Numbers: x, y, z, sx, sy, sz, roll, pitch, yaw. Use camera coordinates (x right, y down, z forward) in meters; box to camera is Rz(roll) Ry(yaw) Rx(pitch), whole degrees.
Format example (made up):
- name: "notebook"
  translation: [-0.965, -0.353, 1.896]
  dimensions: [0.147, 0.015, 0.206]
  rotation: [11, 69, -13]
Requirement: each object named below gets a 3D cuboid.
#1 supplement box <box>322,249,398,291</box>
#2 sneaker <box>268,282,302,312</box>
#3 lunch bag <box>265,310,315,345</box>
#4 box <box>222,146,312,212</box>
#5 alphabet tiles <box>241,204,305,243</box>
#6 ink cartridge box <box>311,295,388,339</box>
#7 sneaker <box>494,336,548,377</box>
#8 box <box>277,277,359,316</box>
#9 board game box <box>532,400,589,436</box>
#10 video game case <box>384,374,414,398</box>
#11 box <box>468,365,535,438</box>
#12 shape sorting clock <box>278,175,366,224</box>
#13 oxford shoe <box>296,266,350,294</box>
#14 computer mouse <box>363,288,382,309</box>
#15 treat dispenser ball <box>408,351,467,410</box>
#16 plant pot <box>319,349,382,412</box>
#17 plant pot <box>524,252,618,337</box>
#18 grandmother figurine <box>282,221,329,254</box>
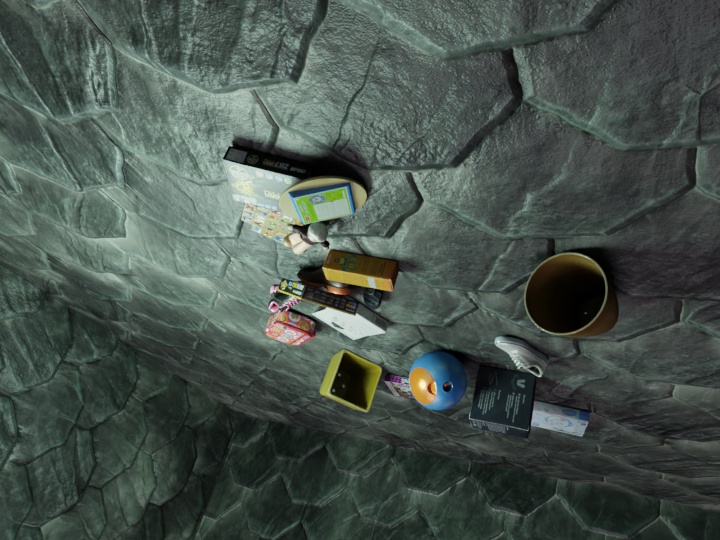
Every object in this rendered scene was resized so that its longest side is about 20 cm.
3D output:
- name: "supplement box"
  translation: [0.000, 0.000, 1.510]
  dimensions: [0.200, 0.067, 0.069]
  rotation: [9, 151, 17]
- name: "sneaker"
  translation: [-0.230, 0.097, 1.795]
  dimensions: [0.200, 0.095, 0.079]
  rotation: [-10, 139, 40]
- name: "lunch bag"
  translation: [-0.254, 0.220, 2.055]
  dimensions: [0.176, 0.082, 0.200]
  rotation: [23, 154, -16]
- name: "box"
  translation: [-0.212, -0.205, 1.285]
  dimensions: [0.200, 0.049, 0.161]
  rotation: [14, 154, 4]
- name: "alphabet tiles"
  translation: [-0.226, -0.122, 1.488]
  dimensions: [0.200, 0.006, 0.166]
  rotation: [23, 152, -9]
- name: "ink cartridge box"
  translation: [-0.035, 0.161, 1.843]
  dimensions: [0.200, 0.045, 0.176]
  rotation: [35, 147, -27]
- name: "sneaker"
  translation: [0.498, 0.266, 1.682]
  dimensions: [0.200, 0.071, 0.073]
  rotation: [26, 151, -15]
- name: "box"
  translation: [-0.128, 0.079, 1.655]
  dimensions: [0.200, 0.049, 0.160]
  rotation: [20, 177, -35]
- name: "board game box"
  translation: [0.764, 0.572, 2.106]
  dimensions: [0.199, 0.043, 0.200]
  rotation: [8, 151, 19]
- name: "video game case"
  translation: [0.218, 0.503, 2.318]
  dimensions: [0.200, 0.036, 0.181]
  rotation: [5, 151, 23]
- name: "box"
  translation: [0.495, 0.455, 1.891]
  dimensions: [0.200, 0.197, 0.117]
  rotation: [6, 151, 22]
- name: "shape sorting clock"
  translation: [-0.085, -0.162, 1.240]
  dimensions: [0.200, 0.039, 0.200]
  rotation: [-11, 160, -4]
- name: "oxford shoe"
  translation: [-0.107, 0.015, 1.620]
  dimensions: [0.200, 0.073, 0.071]
  rotation: [15, -167, 34]
- name: "computer mouse"
  translation: [0.044, 0.053, 1.626]
  dimensions: [0.059, 0.034, 0.200]
  rotation: [30, 150, 14]
- name: "treat dispenser ball"
  translation: [0.268, 0.380, 1.890]
  dimensions: [0.201, 0.201, 0.201]
  rotation: [14, 152, 8]
- name: "plant pot"
  translation: [-0.062, 0.459, 2.257]
  dimensions: [0.195, 0.194, 0.200]
  rotation: [29, 156, -19]
- name: "plant pot"
  translation: [0.507, 0.079, 1.253]
  dimensions: [0.186, 0.187, 0.200]
  rotation: [-10, 155, 42]
- name: "grandmother figurine"
  translation: [-0.132, -0.083, 1.401]
  dimensions: [0.121, 0.061, 0.200]
  rotation: [18, 167, -19]
